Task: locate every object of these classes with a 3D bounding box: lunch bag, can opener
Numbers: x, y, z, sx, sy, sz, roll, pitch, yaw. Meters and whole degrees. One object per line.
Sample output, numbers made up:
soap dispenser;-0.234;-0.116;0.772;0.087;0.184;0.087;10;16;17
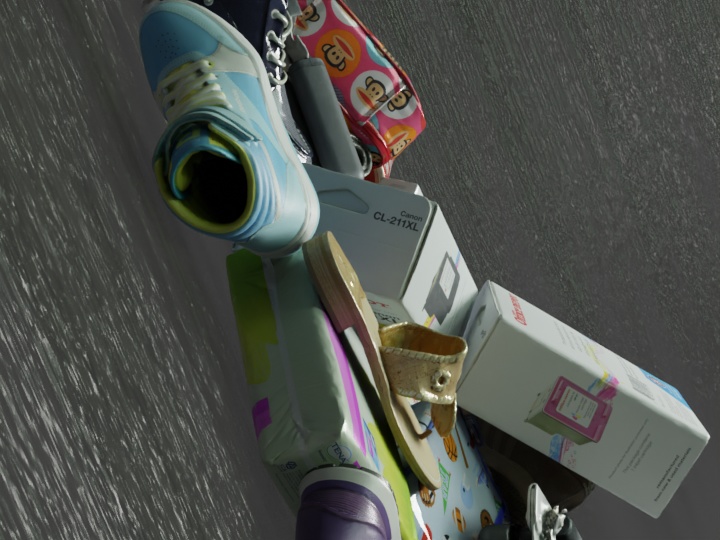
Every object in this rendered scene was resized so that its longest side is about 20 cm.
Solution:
lunch bag;0.056;0.196;1.083;0.161;0.075;0.200;65;26;-10
can opener;0.144;0.218;1.111;0.200;0.066;0.053;49;39;-59
can opener;-0.061;-0.149;1.157;0.053;0.066;0.201;-45;-119;57
lunch bag;-0.033;-0.188;1.347;0.200;0.082;0.176;49;-11;-8

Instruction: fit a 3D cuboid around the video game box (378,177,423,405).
video game box;0.031;0.041;1.341;0.183;0.047;0.200;-65;152;-22

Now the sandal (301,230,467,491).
sandal;0.037;0.058;0.957;0.212;0.069;0.078;62;9;-22

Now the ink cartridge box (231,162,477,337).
ink cartridge box;0.000;0.000;1.109;0.200;0.145;0.083;55;54;-66

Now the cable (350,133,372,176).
cable;-0.054;-0.111;1.197;0.199;0.050;0.098;20;47;-37

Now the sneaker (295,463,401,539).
sneaker;0.002;0.215;0.864;0.088;0.075;0.201;-77;151;-44

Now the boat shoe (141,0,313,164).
boat shoe;-0.078;-0.166;1.080;0.200;0.093;0.075;51;11;-20

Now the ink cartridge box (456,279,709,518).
ink cartridge box;0.174;0.103;1.171;0.199;0.085;0.145;31;10;-4

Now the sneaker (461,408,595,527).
sneaker;0.129;0.163;1.225;0.200;0.075;0.071;-137;-143;-57

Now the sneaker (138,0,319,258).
sneaker;-0.104;-0.104;0.914;0.201;0.079;0.130;58;14;12

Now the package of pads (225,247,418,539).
package of pads;-0.026;0.093;0.957;0.201;0.068;0.155;-105;171;-47

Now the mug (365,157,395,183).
mug;-0.037;-0.141;1.540;0.178;0.133;0.200;52;14;-15
